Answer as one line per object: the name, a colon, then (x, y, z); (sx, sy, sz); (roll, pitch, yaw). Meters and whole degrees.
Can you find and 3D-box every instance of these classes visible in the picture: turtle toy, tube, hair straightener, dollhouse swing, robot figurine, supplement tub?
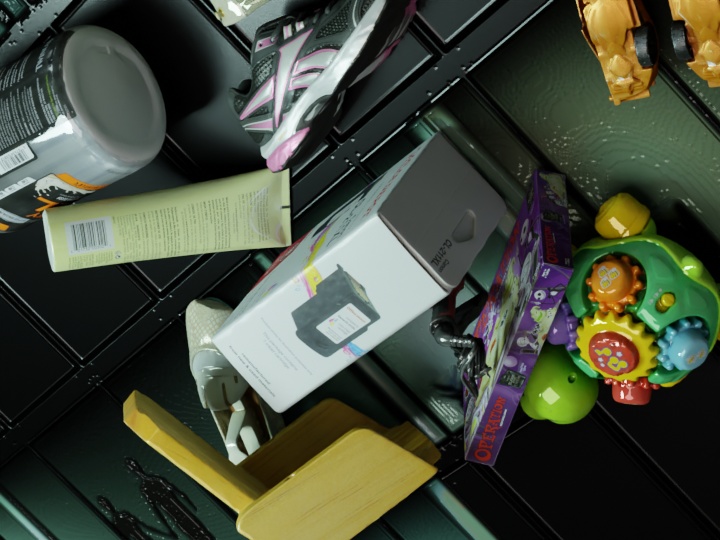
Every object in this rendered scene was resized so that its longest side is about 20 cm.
turtle toy: (0.191, 0.046, 1.393); (0.146, 0.101, 0.200); (40, 136, -4)
tube: (-0.152, -0.038, 1.484); (0.199, 0.052, 0.058); (-9, 165, -11)
hair straightener: (0.083, 0.046, 1.368); (0.041, 0.200, 0.077); (-33, 100, 7)
dollhouse swing: (-0.067, 0.125, 1.477); (0.181, 0.200, 0.176); (-37, 96, -4)
robot figurine: (0.195, -0.215, 1.256); (0.144, 0.058, 0.201); (-6, 118, 26)
supplement tub: (-0.264, -0.106, 1.484); (0.199, 0.123, 0.123); (-23, 109, 34)

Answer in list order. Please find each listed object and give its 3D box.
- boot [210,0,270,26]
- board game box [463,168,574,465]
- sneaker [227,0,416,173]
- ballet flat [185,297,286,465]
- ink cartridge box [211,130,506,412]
boot: (-0.137, -0.250, 1.372); (0.199, 0.072, 0.155); (-16, 115, 30)
board game box: (0.117, 0.037, 1.411); (0.032, 0.120, 0.201); (15, 126, -4)
sneaker: (-0.039, -0.164, 1.382); (0.086, 0.080, 0.200); (44, 122, 6)
ballet flat: (-0.103, 0.118, 1.594); (0.067, 0.062, 0.201); (-11, 115, 29)
ink cartridge box: (0.000, 0.000, 1.422); (0.083, 0.146, 0.200); (47, 126, -8)
